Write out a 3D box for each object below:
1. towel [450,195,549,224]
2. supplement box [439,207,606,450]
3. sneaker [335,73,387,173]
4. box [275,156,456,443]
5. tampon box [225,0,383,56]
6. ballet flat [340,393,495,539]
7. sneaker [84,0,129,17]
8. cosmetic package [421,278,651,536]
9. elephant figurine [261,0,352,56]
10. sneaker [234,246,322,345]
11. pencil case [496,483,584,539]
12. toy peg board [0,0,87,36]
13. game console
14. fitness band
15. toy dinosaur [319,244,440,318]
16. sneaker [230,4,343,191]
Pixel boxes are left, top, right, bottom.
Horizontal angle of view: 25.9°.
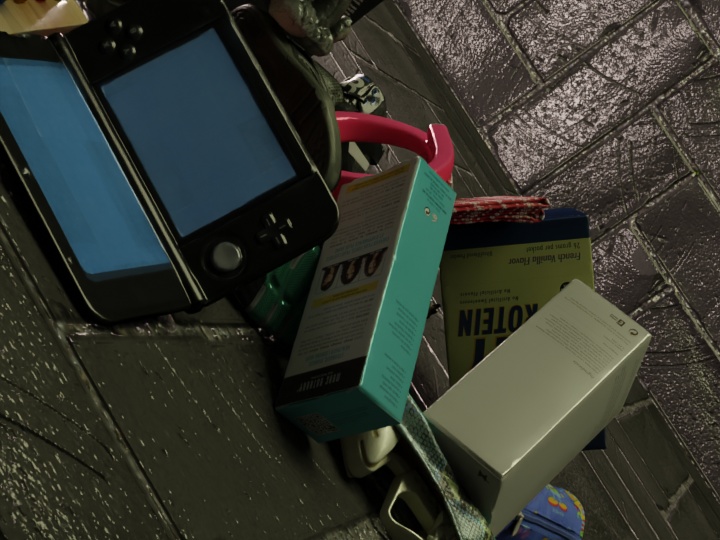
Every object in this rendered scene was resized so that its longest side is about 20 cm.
[{"bbox_3d":[0.047,-0.046,1.334,0.145,0.197,0.023,-161,-113,-78],"label":"towel"},{"bbox_3d":[0.143,0.052,1.425,0.200,0.132,0.203,-49,134,-84],"label":"supplement box"},{"bbox_3d":[-0.037,-0.168,1.522,0.073,0.112,0.201,22,-25,36],"label":"sneaker"},{"bbox_3d":[0.007,0.019,1.113,0.049,0.082,0.202,40,49,-32],"label":"box"},{"bbox_3d":[-0.081,-0.307,1.567,0.151,0.199,0.126,60,13,19],"label":"tampon box"},{"bbox_3d":[0.028,0.147,1.133,0.201,0.074,0.074,54,12,2],"label":"ballet flat"},{"bbox_3d":[-0.202,-0.252,1.318,0.115,0.076,0.200,31,21,13],"label":"sneaker"},{"bbox_3d":[0.130,0.111,1.218,0.085,0.199,0.108,38,-38,22],"label":"cosmetic package"},{"bbox_3d":[-0.005,-0.288,1.305,0.155,0.200,0.142,44,7,-2],"label":"elephant figurine"},{"bbox_3d":[-0.050,0.024,1.192,0.200,0.075,0.087,45,-14,-29],"label":"sneaker"},{"bbox_3d":[0.129,0.203,1.330,0.086,0.079,0.200,31,-3,33],"label":"pencil case"},{"bbox_3d":[-0.246,-0.264,1.054,0.201,0.097,0.199,54,12,-5],"label":"toy peg board"},{"bbox_3d":[-0.126,-0.083,0.955,0.202,0.174,0.116,61,-9,8],"label":"game console"},{"bbox_3d":[0.012,-0.102,1.401,0.200,0.141,0.038,-94,-172,-67],"label":"fitness band"},{"bbox_3d":[0.000,0.000,1.367,0.199,0.086,0.136,25,29,-55],"label":"toy dinosaur"},{"bbox_3d":[-0.045,-0.125,1.287,0.114,0.076,0.200,32,22,-49],"label":"sneaker"}]
